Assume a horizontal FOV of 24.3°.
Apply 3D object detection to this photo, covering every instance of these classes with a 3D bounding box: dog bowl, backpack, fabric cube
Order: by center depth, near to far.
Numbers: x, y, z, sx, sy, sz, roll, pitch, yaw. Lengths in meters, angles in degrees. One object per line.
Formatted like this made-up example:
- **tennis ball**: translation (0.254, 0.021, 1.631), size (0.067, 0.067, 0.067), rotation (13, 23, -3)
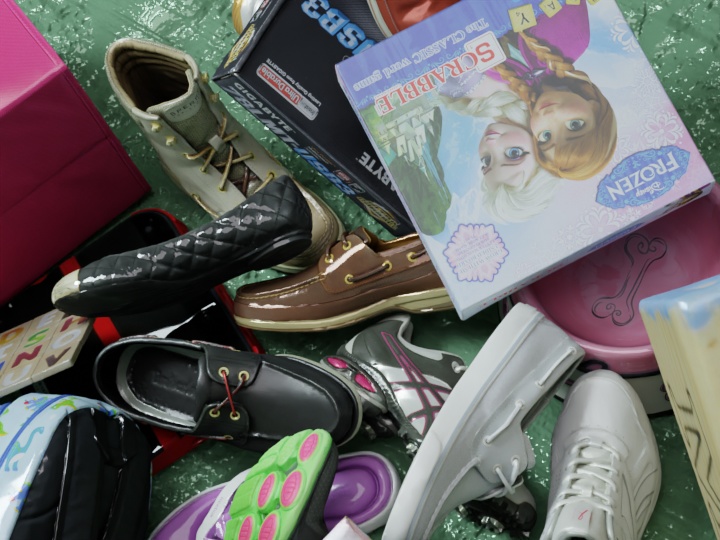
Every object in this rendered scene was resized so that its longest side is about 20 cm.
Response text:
- **backpack**: translation (-0.221, 0.183, 1.159), size (0.153, 0.163, 0.201), rotation (15, 80, 43)
- **dog bowl**: translation (0.193, 0.001, 1.203), size (0.199, 0.074, 0.201), rotation (-5, 63, 10)
- **fabric cube**: translation (-0.318, -0.107, 1.311), size (0.199, 0.200, 0.196), rotation (-39, 61, -6)

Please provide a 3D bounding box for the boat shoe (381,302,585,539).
- **boat shoe**: translation (0.084, 0.112, 1.102), size (0.068, 0.072, 0.200), rotation (30, 54, 11)

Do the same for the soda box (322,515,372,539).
- **soda box**: translation (0.011, 0.227, 1.058), size (0.068, 0.200, 0.064), rotation (-45, 62, -10)

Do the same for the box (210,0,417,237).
- **box**: translation (0.017, -0.162, 1.273), size (0.199, 0.200, 0.050), rotation (-58, 23, -19)

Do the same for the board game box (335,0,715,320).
- **board game box**: translation (0.113, -0.099, 1.175), size (0.199, 0.041, 0.200), rotation (-28, 79, -1)

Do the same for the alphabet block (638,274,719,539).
- **alphabet block**: translation (0.299, 0.083, 1.029), size (0.194, 0.196, 0.201), rotation (-18, 88, 5)

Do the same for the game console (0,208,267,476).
- **game console**: translation (-0.179, 0.062, 1.291), size (0.177, 0.031, 0.200), rotation (-36, 60, 1)

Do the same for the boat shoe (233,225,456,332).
- **boat shoe**: translation (0.000, 0.000, 1.238), size (0.199, 0.072, 0.068), rotation (-10, 104, 9)

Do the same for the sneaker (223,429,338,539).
- **sneaker**: translation (-0.046, 0.207, 1.141), size (0.077, 0.084, 0.201), rotation (4, 82, 51)

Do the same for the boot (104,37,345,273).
- **boot**: translation (-0.105, -0.087, 1.273), size (0.200, 0.155, 0.072), rotation (38, 78, 28)

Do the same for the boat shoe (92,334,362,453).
- **boat shoe**: translation (-0.097, 0.090, 1.189), size (0.200, 0.063, 0.074), rotation (11, 93, 23)

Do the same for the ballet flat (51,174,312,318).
- **ballet flat**: translation (-0.131, -0.012, 1.226), size (0.199, 0.067, 0.057), rotation (-19, 70, -4)

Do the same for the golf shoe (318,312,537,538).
- **golf shoe**: translation (0.060, 0.105, 1.183), size (0.088, 0.077, 0.200), rotation (-42, 62, -15)

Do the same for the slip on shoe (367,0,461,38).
- **slip on shoe**: translation (0.076, -0.167, 1.244), size (0.074, 0.061, 0.200), rotation (-44, 106, -21)

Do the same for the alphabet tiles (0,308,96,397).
- **alphabet tiles**: translation (-0.288, 0.084, 1.235), size (0.199, 0.008, 0.167), rotation (-24, 19, 12)

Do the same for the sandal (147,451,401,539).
- **sandal**: translation (-0.071, 0.174, 1.191), size (0.202, 0.050, 0.083), rotation (-24, 60, 1)

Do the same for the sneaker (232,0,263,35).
- **sneaker**: translation (-0.021, -0.260, 1.400), size (0.088, 0.075, 0.201), rotation (30, 80, 13)

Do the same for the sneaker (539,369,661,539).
- **sneaker**: translation (0.155, 0.159, 1.102), size (0.077, 0.099, 0.201), rotation (2, 74, 14)
